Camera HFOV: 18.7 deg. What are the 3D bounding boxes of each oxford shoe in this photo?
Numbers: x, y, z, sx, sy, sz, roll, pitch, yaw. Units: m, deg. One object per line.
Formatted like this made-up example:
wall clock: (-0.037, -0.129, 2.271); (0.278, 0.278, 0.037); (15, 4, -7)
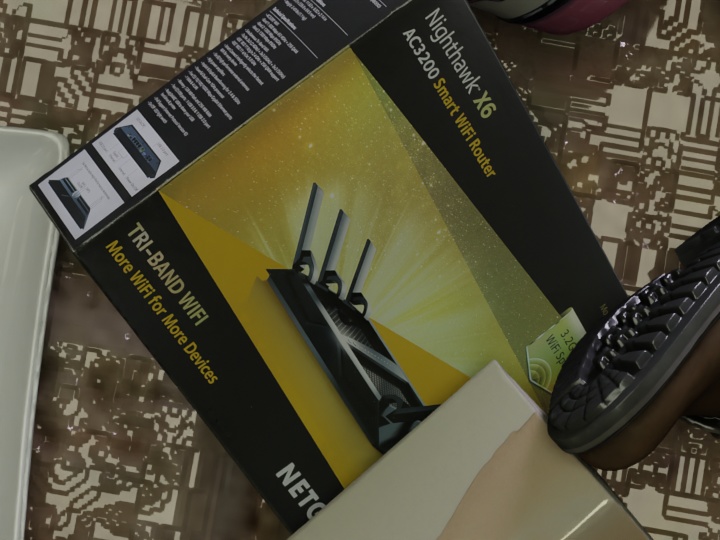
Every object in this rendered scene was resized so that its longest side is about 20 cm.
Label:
oxford shoe: (0.139, 0.030, 0.794); (0.200, 0.073, 0.085); (-33, 92, -47)

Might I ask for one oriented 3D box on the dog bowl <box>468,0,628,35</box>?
dog bowl: (0.091, -0.176, 0.808); (0.074, 0.200, 0.201); (33, 84, -16)

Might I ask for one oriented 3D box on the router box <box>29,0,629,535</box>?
router box: (0.000, 0.000, 0.792); (0.157, 0.052, 0.200); (-38, 129, -4)

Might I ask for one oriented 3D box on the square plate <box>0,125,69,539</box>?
square plate: (-0.222, 0.035, 0.859); (0.199, 0.028, 0.199); (6, 84, 1)

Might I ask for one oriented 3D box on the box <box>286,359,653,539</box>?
box: (0.010, 0.138, 0.795); (0.200, 0.095, 0.078); (-42, 53, 2)
